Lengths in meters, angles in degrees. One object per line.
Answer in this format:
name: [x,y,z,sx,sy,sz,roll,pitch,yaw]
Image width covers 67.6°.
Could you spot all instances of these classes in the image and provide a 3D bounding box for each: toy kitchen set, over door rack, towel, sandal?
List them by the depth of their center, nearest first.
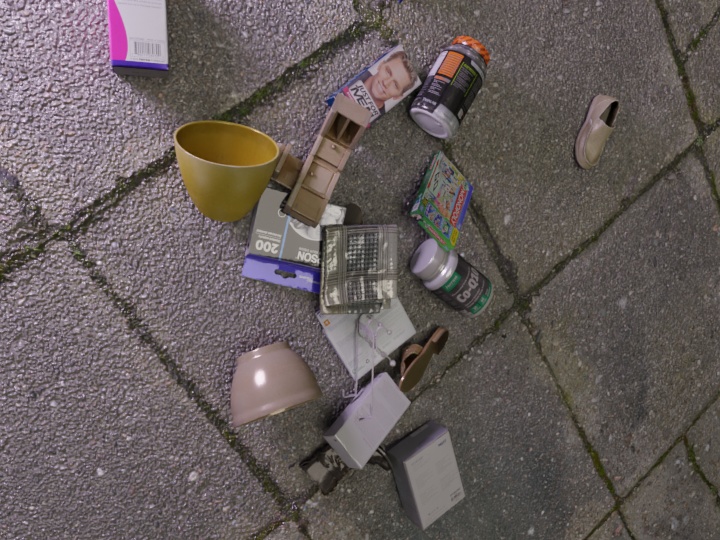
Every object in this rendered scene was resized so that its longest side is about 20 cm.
toy kitchen set: [-0.105,-0.234,1.078,0.160,0.180,0.204,26,69,-11]
over door rack: [0.021,0.210,1.195,0.065,0.147,0.206,10,94,-17]
towel: [0.000,0.000,1.201,0.188,0.034,0.206,-3,102,-28]
sandal: [0.136,0.212,1.337,0.211,0.069,0.079,-43,139,-32]

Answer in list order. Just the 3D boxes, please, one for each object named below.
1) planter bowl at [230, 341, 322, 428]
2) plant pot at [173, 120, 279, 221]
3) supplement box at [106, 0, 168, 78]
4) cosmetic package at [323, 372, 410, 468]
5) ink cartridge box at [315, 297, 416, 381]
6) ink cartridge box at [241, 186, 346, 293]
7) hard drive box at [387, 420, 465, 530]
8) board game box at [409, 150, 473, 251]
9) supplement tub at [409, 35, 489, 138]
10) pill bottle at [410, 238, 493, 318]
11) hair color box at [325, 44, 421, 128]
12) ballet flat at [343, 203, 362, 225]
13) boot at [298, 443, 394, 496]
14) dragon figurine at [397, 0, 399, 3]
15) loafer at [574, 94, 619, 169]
planter bowl: [-0.191,0.235,1.147,0.195,0.200,0.138,-14,76,-19]
plant pot: [-0.264,-0.184,1.052,0.195,0.202,0.145,0,127,-22]
supplement box: [-0.405,-0.468,0.979,0.098,0.103,0.206,-2,101,-21]
cosmetic package: [0.018,0.348,1.257,0.102,0.071,0.200,50,58,-7]
ink cartridge box: [0.011,0.122,1.278,0.198,0.040,0.203,-35,109,-14]
ink cartridge box: [-0.146,-0.062,1.175,0.193,0.043,0.206,12,95,-18]
hard drive box: [0.171,0.520,1.374,0.153,0.076,0.205,-24,107,-28]
board game box: [0.195,-0.165,1.265,0.134,0.029,0.203,40,53,-23]
supplement tub: [0.207,-0.418,1.228,0.121,0.122,0.203,33,86,-23]
pill bottle: [0.220,0.018,1.308,0.198,0.113,0.115,35,85,-23]
hair color box: [0.031,-0.397,1.193,0.199,0.060,0.101,-42,111,-12]
ballet flat: [-0.033,-0.050,1.231,0.046,0.066,0.206,6,95,-66]
boot: [-0.033,0.473,1.307,0.200,0.069,0.175,43,82,-12]
dragon figurine: [0.104,-0.657,1.160,0.058,0.099,0.203,33,86,-23]
loafer: [0.636,-0.374,1.441,0.074,0.068,0.206,13,94,-23]
